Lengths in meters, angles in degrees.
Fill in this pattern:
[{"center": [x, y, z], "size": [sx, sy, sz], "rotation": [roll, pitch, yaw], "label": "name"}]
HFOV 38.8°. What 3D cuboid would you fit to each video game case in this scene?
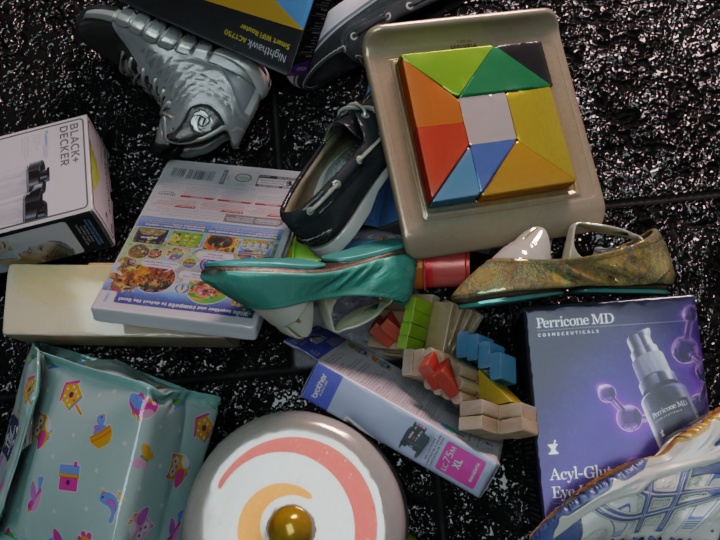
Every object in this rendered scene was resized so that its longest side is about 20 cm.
[{"center": [-0.133, -0.025, 0.896], "size": [0.141, 0.018, 0.201], "rotation": [6, 44, 9], "label": "video game case"}]

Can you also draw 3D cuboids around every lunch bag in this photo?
[{"center": [-0.238, 0.160, 0.875], "size": [0.198, 0.122, 0.173], "rotation": [13, 87, 30], "label": "lunch bag"}]

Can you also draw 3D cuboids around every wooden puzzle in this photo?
[{"center": [0.107, -0.122, 0.868], "size": [0.182, 0.037, 0.203], "rotation": [-9, 81, -13], "label": "wooden puzzle"}]

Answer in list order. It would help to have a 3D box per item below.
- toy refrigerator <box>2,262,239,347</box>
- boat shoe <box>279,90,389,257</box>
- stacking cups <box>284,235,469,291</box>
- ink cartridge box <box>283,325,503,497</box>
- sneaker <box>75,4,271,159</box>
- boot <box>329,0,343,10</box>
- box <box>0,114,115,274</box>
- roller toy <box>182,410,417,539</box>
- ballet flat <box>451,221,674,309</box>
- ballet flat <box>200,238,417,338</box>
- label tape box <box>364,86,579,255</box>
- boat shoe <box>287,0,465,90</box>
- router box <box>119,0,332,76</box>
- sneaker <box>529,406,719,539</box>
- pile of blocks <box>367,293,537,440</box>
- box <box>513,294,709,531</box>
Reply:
[{"center": [-0.211, 0.030, 0.924], "size": [0.197, 0.076, 0.071], "rotation": [1, 79, 5], "label": "toy refrigerator"}, {"center": [-0.002, -0.109, 0.891], "size": [0.075, 0.060, 0.202], "rotation": [1, 58, 48], "label": "boat shoe"}, {"center": [0.000, 0.000, 0.921], "size": [0.197, 0.061, 0.061], "rotation": [2, 79, 6], "label": "stacking cups"}, {"center": [0.027, 0.114, 0.869], "size": [0.198, 0.119, 0.042], "rotation": [31, 100, 8], "label": "ink cartridge box"}, {"center": [-0.192, -0.168, 0.959], "size": [0.197, 0.075, 0.117], "rotation": [19, 80, 6], "label": "sneaker"}, {"center": [-0.060, -0.332, 0.978], "size": [0.156, 0.079, 0.213], "rotation": [-24, 89, 6], "label": "boot"}, {"center": [-0.331, -0.060, 0.939], "size": [0.197, 0.060, 0.118], "rotation": [-13, 57, 1], "label": "box"}, {"center": [-0.053, 0.212, 0.847], "size": [0.197, 0.140, 0.185], "rotation": [-15, 78, 1], "label": "roller toy"}, {"center": [0.166, -0.006, 0.846], "size": [0.197, 0.071, 0.072], "rotation": [-4, 79, -13], "label": "ballet flat"}, {"center": [-0.034, 0.018, 0.824], "size": [0.198, 0.067, 0.072], "rotation": [-7, 97, -34], "label": "ballet flat"}, {"center": [0.087, -0.100, 0.935], "size": [0.197, 0.063, 0.146], "rotation": [12, 80, 6], "label": "label tape box"}, {"center": [0.019, -0.217, 0.937], "size": [0.199, 0.070, 0.067], "rotation": [-33, 76, 17], "label": "boat shoe"}, {"center": [-0.115, -0.281, 0.913], "size": [0.198, 0.051, 0.151], "rotation": [25, 108, 15], "label": "router box"}, {"center": [0.225, 0.180, 0.762], "size": [0.198, 0.075, 0.089], "rotation": [-28, 79, -1], "label": "sneaker"}, {"center": [0.071, 0.068, 0.856], "size": [0.200, 0.062, 0.083], "rotation": [37, 100, 45], "label": "pile of blocks"}, {"center": [0.211, 0.129, 0.863], "size": [0.146, 0.104, 0.203], "rotation": [-6, 79, 3], "label": "box"}]
